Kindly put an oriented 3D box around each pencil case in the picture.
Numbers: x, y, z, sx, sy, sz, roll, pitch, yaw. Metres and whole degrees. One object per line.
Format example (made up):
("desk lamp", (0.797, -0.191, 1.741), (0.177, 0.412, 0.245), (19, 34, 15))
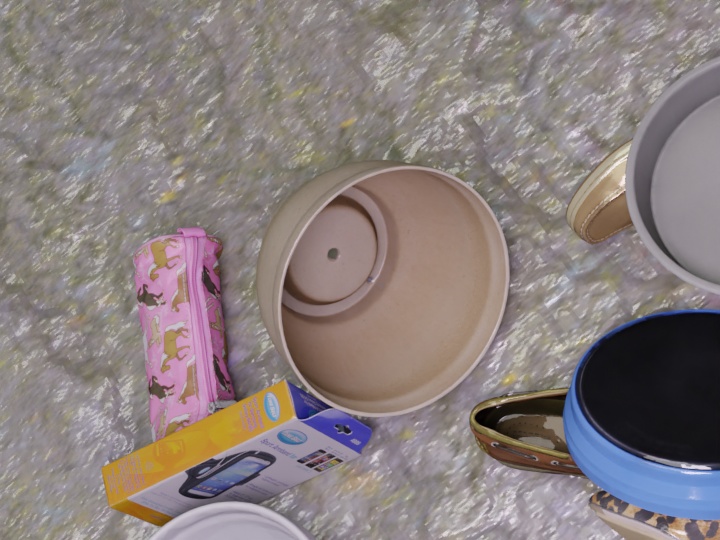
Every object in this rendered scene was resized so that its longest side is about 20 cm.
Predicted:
("pencil case", (-0.146, 0.065, 1.553), (0.086, 0.083, 0.200), (-20, 63, 20))

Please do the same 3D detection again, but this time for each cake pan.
("cake pan", (0.293, -0.067, 1.327), (0.200, 0.037, 0.201), (-8, 66, 17))

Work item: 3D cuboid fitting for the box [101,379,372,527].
("box", (-0.093, 0.149, 1.474), (0.200, 0.119, 0.042), (-28, 61, 15))

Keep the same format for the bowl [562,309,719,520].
("bowl", (0.244, 0.096, 1.301), (0.200, 0.039, 0.201), (-4, 35, 3))

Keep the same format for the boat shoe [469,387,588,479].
("boat shoe", (0.178, 0.124, 1.375), (0.200, 0.068, 0.072), (-5, 68, 24))

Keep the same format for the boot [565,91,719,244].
("boot", (0.270, -0.042, 1.389), (0.200, 0.073, 0.156), (-31, 62, 7))

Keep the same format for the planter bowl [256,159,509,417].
("planter bowl", (0.000, 0.000, 1.456), (0.200, 0.200, 0.135), (-56, 31, -1))

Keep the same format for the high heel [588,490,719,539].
("high heel", (0.275, 0.153, 1.327), (0.200, 0.071, 0.143), (16, 67, 34))

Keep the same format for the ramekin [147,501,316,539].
("ramekin", (-0.086, 0.287, 1.427), (0.200, 0.105, 0.200), (-10, 68, 24))
